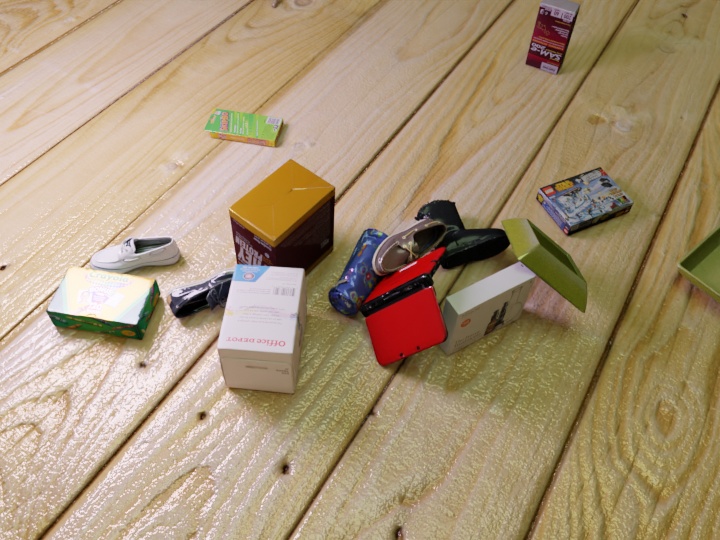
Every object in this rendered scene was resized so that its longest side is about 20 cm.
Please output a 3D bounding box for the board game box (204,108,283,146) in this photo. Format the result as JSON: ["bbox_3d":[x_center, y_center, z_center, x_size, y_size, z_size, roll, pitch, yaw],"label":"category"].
[{"bbox_3d":[-0.312,-0.384,1.818,0.195,0.030,0.097,11,51,3],"label":"board game box"}]

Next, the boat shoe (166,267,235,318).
[{"bbox_3d":[-0.313,0.050,1.441,0.196,0.075,0.063,-18,54,-8],"label":"boat shoe"}]

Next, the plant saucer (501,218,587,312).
[{"bbox_3d":[0.400,-0.027,1.445,0.198,0.048,0.201,37,22,-16],"label":"plant saucer"}]

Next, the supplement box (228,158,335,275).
[{"bbox_3d":[-0.165,-0.086,1.472,0.131,0.202,0.197,32,56,21],"label":"supplement box"}]

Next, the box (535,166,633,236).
[{"bbox_3d":[0.555,-0.174,1.682,0.196,0.040,0.138,-19,55,-17],"label":"box"}]

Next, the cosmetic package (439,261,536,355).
[{"bbox_3d":[0.255,0.078,1.394,0.197,0.153,0.052,-24,55,-20],"label":"cosmetic package"}]

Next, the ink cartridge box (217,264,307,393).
[{"bbox_3d":[-0.189,0.115,1.345,0.143,0.146,0.203,4,51,2],"label":"ink cartridge box"}]

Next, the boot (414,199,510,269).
[{"bbox_3d":[0.234,-0.098,1.586,0.194,0.074,0.165,-17,54,-10],"label":"boot"}]

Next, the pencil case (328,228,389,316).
[{"bbox_3d":[0.000,0.000,1.466,0.077,0.087,0.202,6,56,41],"label":"pencil case"}]

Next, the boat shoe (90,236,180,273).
[{"bbox_3d":[-0.504,-0.046,1.510,0.195,0.068,0.075,-11,52,-11],"label":"boat shoe"}]

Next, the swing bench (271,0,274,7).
[{"bbox_3d":[-0.339,-0.995,2.243,0.194,0.131,0.202,14,51,10],"label":"swing bench"}]

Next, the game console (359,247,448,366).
[{"bbox_3d":[0.105,0.073,1.371,0.120,0.198,0.173,52,43,-11],"label":"game console"}]

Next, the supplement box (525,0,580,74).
[{"bbox_3d":[0.563,-0.692,1.996,0.107,0.202,0.061,23,54,16],"label":"supplement box"}]

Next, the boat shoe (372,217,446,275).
[{"bbox_3d":[0.108,-0.052,1.467,0.198,0.073,0.059,-33,21,-33],"label":"boat shoe"}]

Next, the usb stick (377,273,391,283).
[{"bbox_3d":[0.081,0.053,1.482,0.054,0.033,0.202,-23,55,-7],"label":"usb stick"}]

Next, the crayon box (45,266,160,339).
[{"bbox_3d":[-0.535,0.067,1.423,0.195,0.059,0.121,8,51,4],"label":"crayon box"}]

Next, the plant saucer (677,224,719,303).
[{"bbox_3d":[0.840,0.013,1.531,0.198,0.048,0.200,-32,60,-25],"label":"plant saucer"}]
